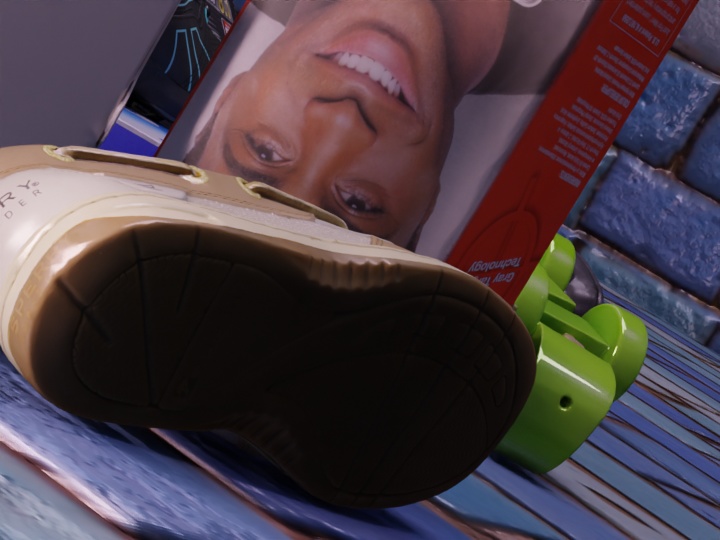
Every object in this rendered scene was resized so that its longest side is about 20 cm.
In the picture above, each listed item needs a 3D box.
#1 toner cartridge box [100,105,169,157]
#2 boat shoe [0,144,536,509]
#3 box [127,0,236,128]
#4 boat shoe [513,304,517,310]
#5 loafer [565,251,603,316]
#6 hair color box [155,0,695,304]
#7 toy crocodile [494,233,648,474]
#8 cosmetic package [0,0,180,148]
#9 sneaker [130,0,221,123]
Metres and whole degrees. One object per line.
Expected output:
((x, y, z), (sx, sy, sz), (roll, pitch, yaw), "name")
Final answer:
((-0.107, -0.046, 1.044), (0.200, 0.043, 0.095), (30, 5, -5), "toner cartridge box")
((-0.027, 0.008, 0.754), (0.066, 0.074, 0.200), (40, 9, 36), "boat shoe")
((-0.108, -0.153, 1.261), (0.200, 0.044, 0.160), (36, 40, -70), "box")
((0.002, 0.001, 1.130), (0.072, 0.060, 0.202), (29, 5, -27), "boat shoe")
((0.044, -0.001, 1.445), (0.070, 0.068, 0.201), (18, 6, -35), "loafer")
((0.019, -0.056, 0.870), (0.102, 0.200, 0.061), (32, 5, 25), "hair color box")
((0.055, 0.014, 1.168), (0.068, 0.062, 0.200), (27, 14, -27), "toy crocodile")
((-0.161, -0.099, 0.859), (0.200, 0.108, 0.085), (31, 3, -20), "cosmetic package")
((-0.081, -0.103, 1.080), (0.075, 0.079, 0.200), (31, 2, 16), "sneaker")
